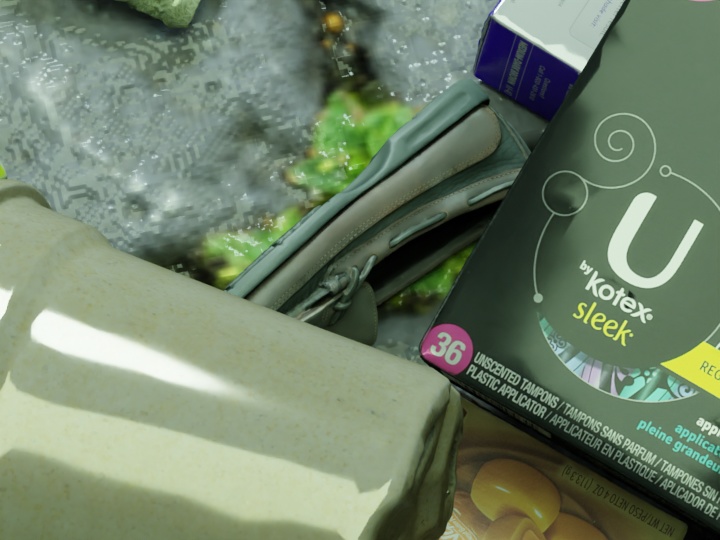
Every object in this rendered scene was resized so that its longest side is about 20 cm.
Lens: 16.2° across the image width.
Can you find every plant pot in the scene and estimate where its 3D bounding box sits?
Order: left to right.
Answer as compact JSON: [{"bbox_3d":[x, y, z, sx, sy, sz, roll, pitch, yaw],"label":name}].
[{"bbox_3d":[-0.066,0.084,0.923,0.183,0.200,0.200,13,67,11],"label":"plant pot"}]

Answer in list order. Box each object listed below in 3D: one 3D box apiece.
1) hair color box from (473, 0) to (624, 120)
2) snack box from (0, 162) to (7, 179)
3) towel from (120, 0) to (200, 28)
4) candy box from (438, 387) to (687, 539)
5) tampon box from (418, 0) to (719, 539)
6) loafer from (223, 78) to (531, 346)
[{"bbox_3d":[0.163,-0.087,1.111,0.200,0.065,0.109,31,68,9],"label":"hair color box"},{"bbox_3d":[-0.258,-0.087,1.046,0.142,0.053,0.200,-21,70,-39],"label":"snack box"},{"bbox_3d":[-0.141,-0.200,1.138,0.200,0.036,0.148,20,66,2],"label":"towel"},{"bbox_3d":[0.031,0.160,0.999,0.115,0.055,0.200,29,67,7],"label":"candy box"},{"bbox_3d":[0.138,-0.012,0.996,0.150,0.126,0.200,30,88,8],"label":"tampon box"},{"bbox_3d":[0.000,0.000,1.056,0.063,0.072,0.200,44,68,5],"label":"loafer"}]
